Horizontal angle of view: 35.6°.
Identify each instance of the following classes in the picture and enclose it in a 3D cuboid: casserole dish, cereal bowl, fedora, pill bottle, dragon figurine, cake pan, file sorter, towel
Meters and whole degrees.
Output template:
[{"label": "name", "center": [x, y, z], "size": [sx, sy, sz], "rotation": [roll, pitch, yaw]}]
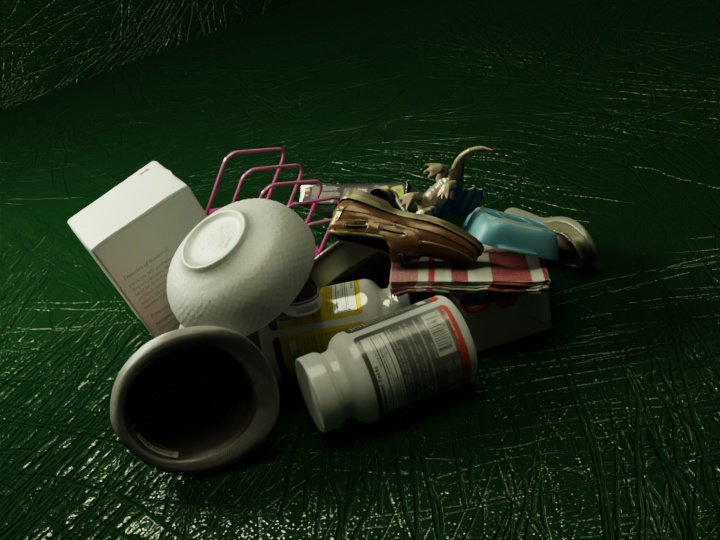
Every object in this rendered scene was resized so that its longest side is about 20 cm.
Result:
[{"label": "casserole dish", "center": [0.201, -0.052, 1.495], "size": [0.121, 0.039, 0.200], "rotation": [12, 9, -3]}, {"label": "cereal bowl", "center": [-0.159, -0.014, 1.378], "size": [0.200, 0.083, 0.200], "rotation": [-21, 41, 20]}, {"label": "fedora", "center": [-0.197, 0.149, 1.343], "size": [0.200, 0.177, 0.090], "rotation": [-28, 10, 0]}, {"label": "pill bottle", "center": [-0.028, 0.074, 1.468], "size": [0.200, 0.113, 0.112], "rotation": [-11, 25, 4]}, {"label": "dragon figurine", "center": [0.121, -0.105, 1.491], "size": [0.099, 0.200, 0.059], "rotation": [-2, 49, -48]}, {"label": "cake pan", "center": [0.000, 0.000, 1.560], "size": [0.200, 0.200, 0.037], "rotation": [-24, 69, -21]}, {"label": "pill bottle", "center": [0.030, 0.115, 1.349], "size": [0.200, 0.116, 0.116], "rotation": [-20, 25, -14]}, {"label": "file sorter", "center": [-0.119, -0.083, 1.701], "size": [0.139, 0.126, 0.200], "rotation": [-13, 46, -46]}, {"label": "towel", "center": [0.138, 0.003, 1.442], "size": [0.200, 0.023, 0.144], "rotation": [0, 17, 4]}]

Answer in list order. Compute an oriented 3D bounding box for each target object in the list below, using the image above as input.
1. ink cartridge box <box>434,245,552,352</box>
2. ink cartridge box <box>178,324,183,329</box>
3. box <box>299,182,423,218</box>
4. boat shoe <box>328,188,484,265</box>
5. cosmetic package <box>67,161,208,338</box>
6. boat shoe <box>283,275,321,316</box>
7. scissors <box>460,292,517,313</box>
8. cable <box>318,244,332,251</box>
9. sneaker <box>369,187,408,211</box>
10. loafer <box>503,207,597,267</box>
[{"label": "ink cartridge box", "center": [0.168, 0.026, 1.521], "size": [0.115, 0.068, 0.200], "rotation": [-16, 26, -7]}, {"label": "ink cartridge box", "center": [-0.221, 0.091, 1.470], "size": [0.200, 0.050, 0.161], "rotation": [-44, 13, -13]}, {"label": "box", "center": [0.011, -0.114, 1.866], "size": [0.200, 0.035, 0.110], "rotation": [1, -11, 29]}, {"label": "boat shoe", "center": [0.056, -0.037, 1.439], "size": [0.200, 0.072, 0.068], "rotation": [19, 68, 15]}, {"label": "cosmetic package", "center": [-0.298, -0.025, 1.668], "size": [0.166, 0.200, 0.167], "rotation": [-37, 29, -11]}, {"label": "boat shoe", "center": [-0.110, -0.001, 1.453], "size": [0.070, 0.066, 0.200], "rotation": [-20, 24, -15]}, {"label": "scissors", "center": [0.143, 0.010, 1.474], "size": [0.073, 0.014, 0.200], "rotation": [-18, 25, -8]}, {"label": "cable", "center": [-0.115, -0.012, 1.765], "size": [0.200, 0.050, 0.097], "rotation": [-13, 22, 4]}, {"label": "sneaker", "center": [0.029, -0.087, 1.773], "size": [0.076, 0.116, 0.200], "rotation": [-25, 27, -24]}, {"label": "loafer", "center": [0.260, -0.036, 1.620], "size": [0.070, 0.075, 0.200], "rotation": [-38, 28, -21]}]
